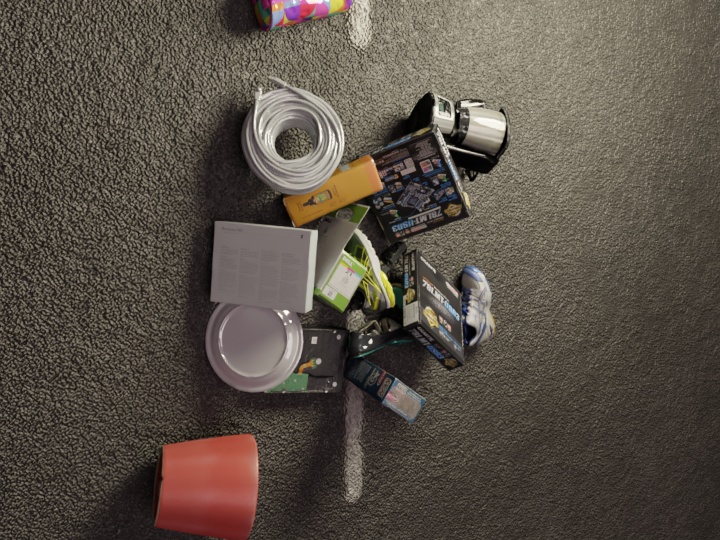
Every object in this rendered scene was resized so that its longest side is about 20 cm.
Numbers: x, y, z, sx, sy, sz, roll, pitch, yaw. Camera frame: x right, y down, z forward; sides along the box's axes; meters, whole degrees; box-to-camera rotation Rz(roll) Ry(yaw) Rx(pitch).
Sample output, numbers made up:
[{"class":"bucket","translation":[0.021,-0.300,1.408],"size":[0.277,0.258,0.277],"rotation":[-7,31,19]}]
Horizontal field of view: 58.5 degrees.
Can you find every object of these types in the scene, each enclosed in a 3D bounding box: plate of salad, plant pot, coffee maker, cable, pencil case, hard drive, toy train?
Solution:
[{"class":"plate of salad","translation":[-0.210,0.138,1.278],"size":[0.194,0.048,0.206],"rotation":[0,86,1]},{"class":"plant pot","translation":[-0.301,0.413,1.230],"size":[0.173,0.200,0.206],"rotation":[7,96,-21]},{"class":"coffee maker","translation":[0.201,-0.282,1.407],"size":[0.195,0.136,0.195],"rotation":[8,128,-16]},{"class":"cable","translation":[-0.130,-0.245,1.225],"size":[0.195,0.069,0.205],"rotation":[20,77,-5]},{"class":"pencil case","translation":[-0.108,-0.519,1.226],"size":[0.197,0.088,0.090],"rotation":[-26,111,-23]},{"class":"hard drive","translation":[-0.123,0.189,1.371],"size":[0.196,0.038,0.144],"rotation":[4,97,-31]},{"class":"toy train","translation":[0.031,0.011,1.425],"size":[0.201,0.045,0.034],"rotation":[-50,123,-14]}]

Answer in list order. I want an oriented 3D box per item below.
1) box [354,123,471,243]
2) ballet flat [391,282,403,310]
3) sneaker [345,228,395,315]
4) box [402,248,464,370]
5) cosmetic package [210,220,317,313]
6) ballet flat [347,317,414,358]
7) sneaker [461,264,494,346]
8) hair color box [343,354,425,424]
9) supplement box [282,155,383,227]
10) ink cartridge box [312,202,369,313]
[{"class":"box","translation":[0.109,-0.177,1.353],"size":[0.201,0.196,0.050],"rotation":[60,29,-23]},{"class":"ballet flat","translation":[0.134,0.085,1.493],"size":[0.071,0.070,0.201],"rotation":[-46,117,-15]},{"class":"sneaker","translation":[0.000,0.000,1.358],"size":[0.083,0.075,0.203],"rotation":[-27,82,-11]},{"class":"box","translation":[0.164,0.088,1.436],"size":[0.200,0.049,0.202],"rotation":[43,39,-37]},{"class":"cosmetic package","translation":[-0.184,-0.009,1.224],"size":[0.194,0.052,0.155],"rotation":[7,98,11]},{"class":"ballet flat","translation":[0.049,0.143,1.440],"size":[0.197,0.072,0.075],"rotation":[-9,104,-41]},{"class":"sneaker","translation":[0.271,0.090,1.558],"size":[0.087,0.075,0.205],"rotation":[-26,110,-28]},{"class":"hair color box","translation":[0.042,0.248,1.383],"size":[0.099,0.199,0.061],"rotation":[38,81,-29]},{"class":"supplement box","translation":[-0.057,-0.160,1.291],"size":[0.196,0.069,0.068],"rotation":[-24,111,-2]},{"class":"ink cartridge box","translation":[-0.045,-0.034,1.311],"size":[0.075,0.147,0.203],"rotation":[36,81,-32]}]
